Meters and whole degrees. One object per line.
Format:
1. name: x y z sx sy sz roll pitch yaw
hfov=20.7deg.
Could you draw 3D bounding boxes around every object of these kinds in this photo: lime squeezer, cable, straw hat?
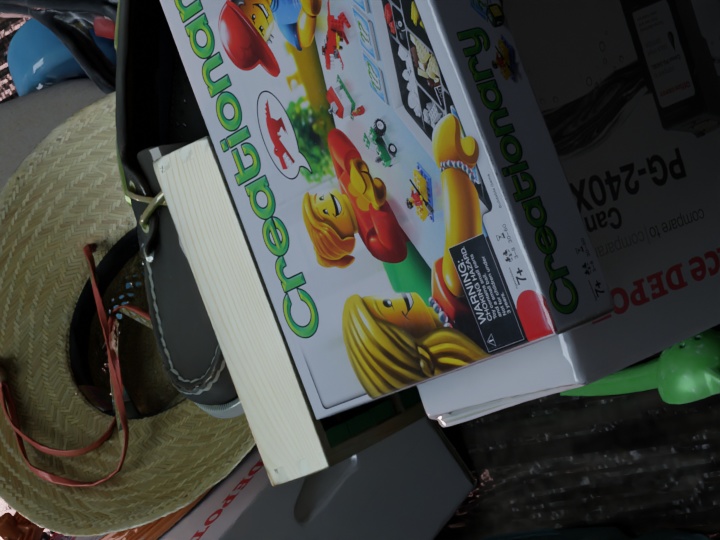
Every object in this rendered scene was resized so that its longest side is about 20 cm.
1. lime squeezer: 0.147 0.065 0.759 0.199 0.038 0.071 31 127 38
2. cable: -0.134 -0.130 0.961 0.199 0.050 0.098 4 91 47
3. straw hat: -0.081 0.024 0.874 0.199 0.085 0.203 -9 70 25

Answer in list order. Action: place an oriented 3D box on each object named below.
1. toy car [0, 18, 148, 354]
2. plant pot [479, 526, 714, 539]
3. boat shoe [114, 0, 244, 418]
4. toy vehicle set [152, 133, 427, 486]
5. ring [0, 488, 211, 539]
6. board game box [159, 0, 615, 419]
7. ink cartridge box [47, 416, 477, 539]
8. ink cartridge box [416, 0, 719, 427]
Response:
1. toy car: -0.160 0.002 1.040 0.201 0.175 0.185 82 165 -61
2. plant pot: 0.084 0.213 0.787 0.199 0.199 0.198 -4 93 50
3. boat shoe: -0.068 -0.043 0.797 0.072 0.060 0.204 -14 69 33
4. toy vehicle set: 0.000 0.000 0.783 0.026 0.200 0.125 -21 89 27
5. ring: -0.112 0.090 0.956 0.019 0.201 0.200 50 144 -16
6. board game box: -0.002 -0.061 0.654 0.126 0.034 0.202 -24 86 49
7. ink cartridge box: -0.063 0.129 0.935 0.199 0.147 0.083 -19 112 51
8. ink cartridge box: 0.067 -0.063 0.716 0.083 0.145 0.202 -17 91 47
